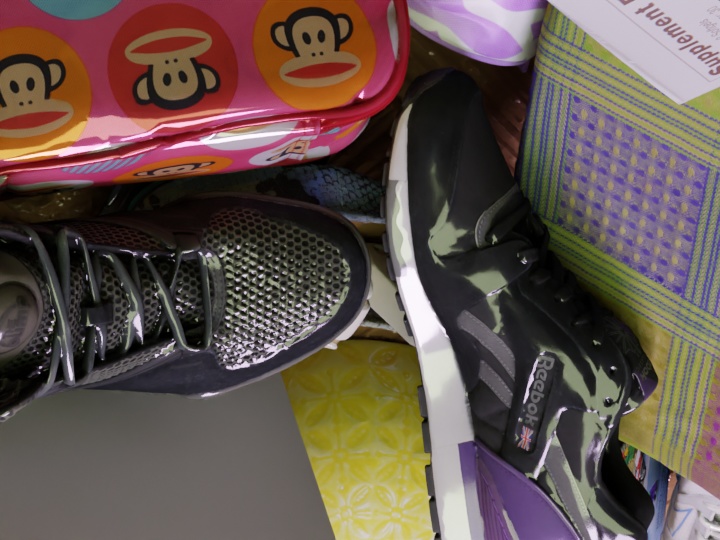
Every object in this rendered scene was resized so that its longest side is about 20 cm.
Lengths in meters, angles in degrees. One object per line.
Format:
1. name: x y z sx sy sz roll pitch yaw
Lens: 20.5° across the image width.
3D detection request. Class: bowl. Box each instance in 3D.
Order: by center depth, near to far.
1. bowl: -0.006 0.142 0.914 0.199 0.108 0.201 -4 127 -5

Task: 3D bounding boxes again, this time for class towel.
1. towel: 0.113 -0.006 0.727 0.023 0.143 0.201 -31 140 -35

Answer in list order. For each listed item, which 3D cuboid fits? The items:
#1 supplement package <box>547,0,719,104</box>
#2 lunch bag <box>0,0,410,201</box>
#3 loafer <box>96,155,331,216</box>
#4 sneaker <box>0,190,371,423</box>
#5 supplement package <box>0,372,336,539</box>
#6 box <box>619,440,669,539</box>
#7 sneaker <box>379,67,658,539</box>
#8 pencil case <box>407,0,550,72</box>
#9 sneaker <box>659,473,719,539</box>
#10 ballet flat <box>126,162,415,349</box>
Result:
1. supplement package: 0.142 -0.152 0.566 0.200 0.117 0.117 -23 155 26
2. lunch bag: -0.091 -0.118 0.690 0.199 0.082 0.177 -10 84 -13
3. loafer: -0.079 -0.017 0.826 0.072 0.063 0.200 0 138 -46
4. sneaker: -0.088 0.014 0.677 0.199 0.114 0.077 -1 97 -11
5. supplement package: -0.124 0.140 0.797 0.151 0.151 0.200 15 125 -30
6. box: 0.097 0.152 0.921 0.038 0.137 0.201 18 131 24
7. sneaker: 0.067 0.019 0.742 0.087 0.076 0.201 -3 110 21
8. pencil case: 0.082 -0.166 0.717 0.085 0.084 0.200 12 128 -42
9. sneaker: 0.165 0.111 0.860 0.075 0.087 0.200 16 169 11
10. ballet flat: 0.000 0.000 0.787 0.200 0.074 0.074 2 131 -41
